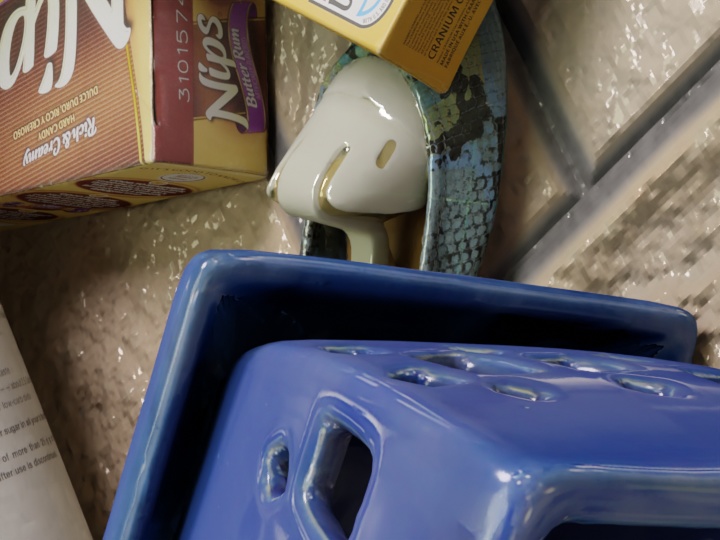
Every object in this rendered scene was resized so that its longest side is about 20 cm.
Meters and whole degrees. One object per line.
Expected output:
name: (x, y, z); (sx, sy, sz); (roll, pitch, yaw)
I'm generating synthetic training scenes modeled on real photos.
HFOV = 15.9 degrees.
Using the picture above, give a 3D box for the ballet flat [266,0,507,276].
ballet flat: (0.000, 0.000, 0.787); (0.074, 0.074, 0.201); (7, 91, 48)

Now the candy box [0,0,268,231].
candy box: (-0.115, -0.079, 0.933); (0.199, 0.056, 0.118); (-8, 80, 49)

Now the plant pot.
plant pot: (0.035, 0.105, 0.648); (0.180, 0.199, 0.201); (34, 112, 50)

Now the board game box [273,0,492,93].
board game box: (-0.020, -0.164, 0.796); (0.199, 0.040, 0.154); (30, 94, 35)

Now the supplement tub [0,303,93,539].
supplement tub: (-0.174, 0.064, 0.890); (0.132, 0.132, 0.201); (-21, 90, 45)
